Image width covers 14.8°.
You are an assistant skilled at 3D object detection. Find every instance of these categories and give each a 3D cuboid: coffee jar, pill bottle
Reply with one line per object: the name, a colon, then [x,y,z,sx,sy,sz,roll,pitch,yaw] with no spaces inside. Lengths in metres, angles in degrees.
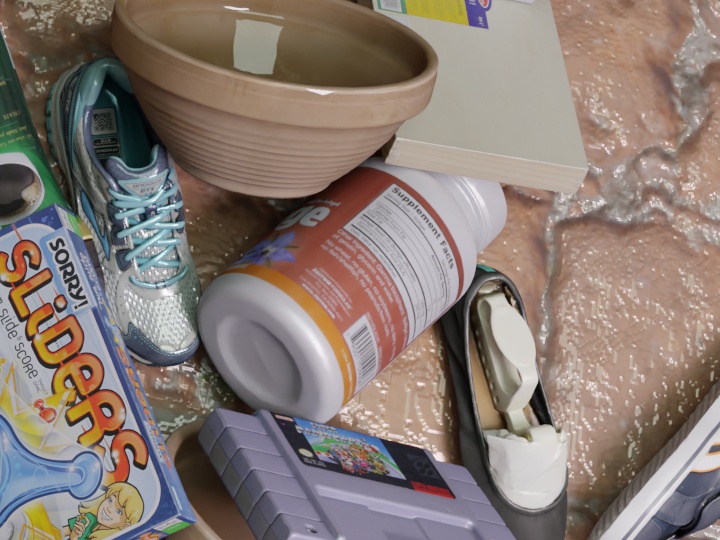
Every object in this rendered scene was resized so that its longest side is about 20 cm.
coffee jar: [-0.236,-0.054,1.685,0.104,0.085,0.200,-22,86,-27]
pill bottle: [0.000,0.000,1.738,0.112,0.112,0.200,51,56,-4]

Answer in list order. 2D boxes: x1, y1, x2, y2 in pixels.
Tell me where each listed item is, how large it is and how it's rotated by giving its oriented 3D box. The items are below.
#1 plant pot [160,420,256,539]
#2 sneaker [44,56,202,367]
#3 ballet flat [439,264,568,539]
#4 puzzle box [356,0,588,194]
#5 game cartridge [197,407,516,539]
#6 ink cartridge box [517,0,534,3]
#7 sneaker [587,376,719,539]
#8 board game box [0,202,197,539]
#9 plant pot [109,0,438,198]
plant pot: [-0.049,0.186,1.667,0.201,0.201,0.093,26,110,-13]
sneaker: [-0.145,-0.038,1.714,0.077,0.086,0.200,-17,85,-21]
ballet flat: [0.095,0.092,1.784,0.068,0.068,0.200,-14,84,-23]
puzzle box: [0.068,-0.137,1.794,0.133,0.025,0.200,8,46,-17]
game cartridge: [0.008,0.142,1.654,0.200,0.038,0.130,16,29,-36]
ink cartridge box: [0.090,-0.287,1.831,0.175,0.084,0.200,11,63,-16]
sneaker: [0.234,0.134,1.820,0.079,0.078,0.200,45,66,0]
board game box: [-0.192,0.080,1.591,0.135,0.034,0.200,-26,74,8]
plant pot: [-0.058,-0.105,1.683,0.200,0.201,0.093,3,114,-19]
